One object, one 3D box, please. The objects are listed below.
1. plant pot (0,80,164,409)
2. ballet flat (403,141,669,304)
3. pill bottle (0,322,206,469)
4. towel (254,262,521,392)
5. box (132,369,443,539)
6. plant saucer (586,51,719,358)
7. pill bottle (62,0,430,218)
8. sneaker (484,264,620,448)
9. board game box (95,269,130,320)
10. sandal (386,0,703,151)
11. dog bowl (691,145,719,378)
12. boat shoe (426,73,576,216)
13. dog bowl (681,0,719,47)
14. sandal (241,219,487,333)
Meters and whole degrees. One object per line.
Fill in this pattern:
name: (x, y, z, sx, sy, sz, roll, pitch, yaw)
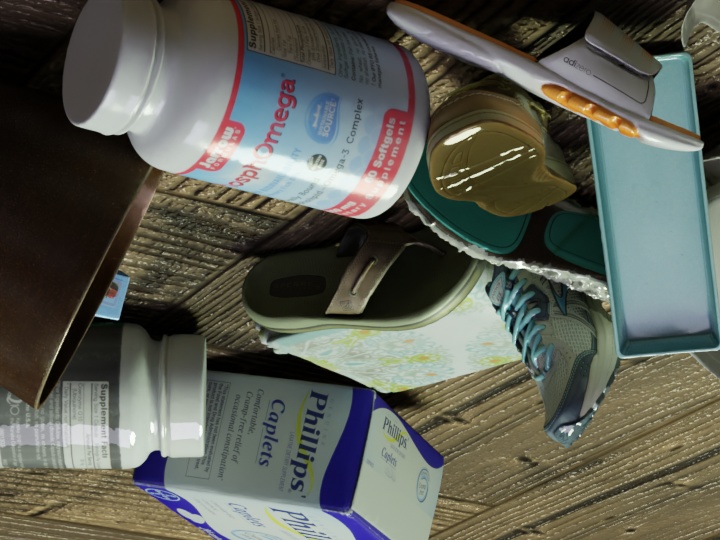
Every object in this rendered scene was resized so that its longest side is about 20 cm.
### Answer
plant pot: (-0.242, -0.043, 1.495, 0.199, 0.188, 0.187, 26, 154, -2)
ballet flat: (0.114, -0.020, 1.614, 0.199, 0.072, 0.072, 24, 158, 6)
pill bottle: (-0.219, 0.097, 1.901, 0.198, 0.114, 0.113, 1, 157, -3)
towel: (0.044, 0.036, 1.852, 0.199, 0.048, 0.171, -17, 155, 34)
box: (-0.057, 0.165, 2.030, 0.199, 0.106, 0.184, 5, 161, 23)
plant saucer: (0.184, -0.041, 1.541, 0.069, 0.019, 0.201, -5, 113, 11)
pill bottle: (-0.067, -0.102, 1.434, 0.199, 0.109, 0.109, 13, 154, -29)
sneaker: (0.123, 0.034, 1.661, 0.086, 0.201, 0.078, 17, 134, -14)
board game box: (-0.273, -0.014, 1.646, 0.199, 0.037, 0.151, 11, -174, -27)
sandal: (0.117, -0.129, 1.436, 0.206, 0.060, 0.079, 24, -177, -9)
dog bowl: (0.281, -0.003, 1.594, 0.199, 0.059, 0.201, 26, 138, 26)
boat shoe: (0.078, -0.083, 1.500, 0.074, 0.067, 0.200, -21, 165, 11)
dog bowl: (0.275, -0.163, 1.362, 0.199, 0.059, 0.200, 0, 158, 0)
sandal: (-0.001, 0.001, 1.732, 0.200, 0.080, 0.057, -11, 142, 24)
